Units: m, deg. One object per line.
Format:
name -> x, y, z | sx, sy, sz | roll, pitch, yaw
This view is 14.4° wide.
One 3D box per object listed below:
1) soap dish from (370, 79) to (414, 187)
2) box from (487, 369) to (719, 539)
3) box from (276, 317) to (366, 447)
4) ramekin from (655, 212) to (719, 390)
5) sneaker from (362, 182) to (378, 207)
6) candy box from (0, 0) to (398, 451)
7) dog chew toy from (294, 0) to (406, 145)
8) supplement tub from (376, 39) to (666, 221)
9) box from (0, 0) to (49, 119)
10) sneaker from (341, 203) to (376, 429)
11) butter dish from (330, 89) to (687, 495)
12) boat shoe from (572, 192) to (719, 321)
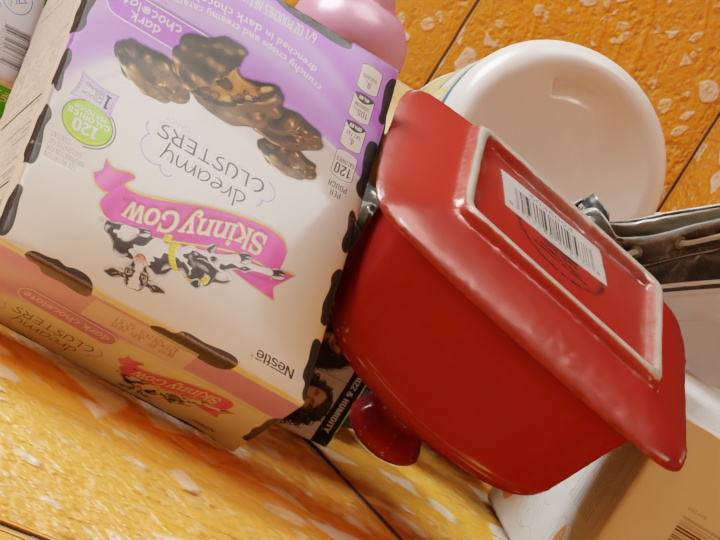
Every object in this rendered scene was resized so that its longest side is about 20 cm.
soap dish -> 0.000, -0.049, 1.923 | 0.199, 0.158, 0.081 | 32, 24, -2
box -> 0.153, 0.122, 1.517 | 0.097, 0.125, 0.200 | 31, 8, -13
box -> -0.082, 0.015, 1.442 | 0.200, 0.075, 0.050 | 29, 9, -31
ramekin -> 0.188, 0.074, 1.796 | 0.200, 0.105, 0.201 | 42, 30, -31
sneaker -> 0.000, 0.000, 1.679 | 0.080, 0.087, 0.200 | -7, 38, -35
candy box -> -0.087, -0.043, 1.349 | 0.167, 0.201, 0.071 | 29, -35, -21
dog chew toy -> -0.041, -0.093, 1.808 | 0.124, 0.200, 0.125 | 32, 10, -6
supplement tub -> 0.092, -0.060, 1.763 | 0.144, 0.145, 0.200 | 31, -10, -11
box -> -0.133, -0.139, 1.472 | 0.176, 0.201, 0.097 | 25, -33, -33
sneaker -> -0.058, -0.008, 1.544 | 0.199, 0.115, 0.076 | 28, 7, 2
butter dish -> 0.053, 0.037, 1.409 | 0.200, 0.148, 0.200 | 41, 20, -9
boat shoe -> 0.130, -0.009, 1.582 | 0.199, 0.071, 0.072 | -4, 14, -4
